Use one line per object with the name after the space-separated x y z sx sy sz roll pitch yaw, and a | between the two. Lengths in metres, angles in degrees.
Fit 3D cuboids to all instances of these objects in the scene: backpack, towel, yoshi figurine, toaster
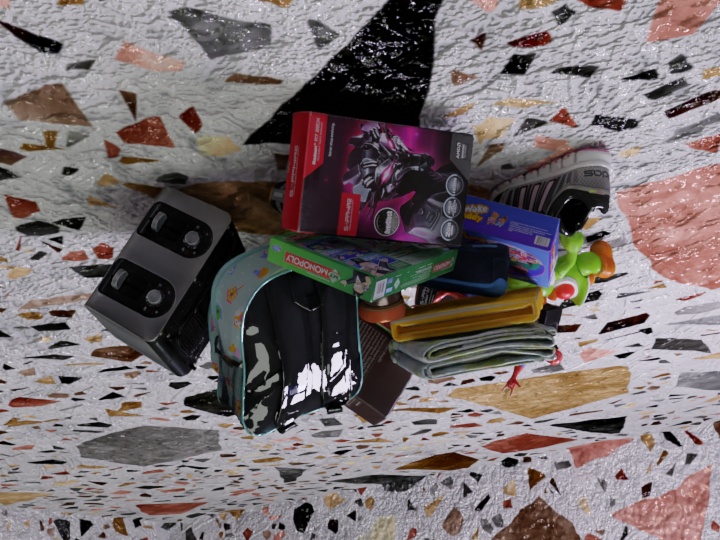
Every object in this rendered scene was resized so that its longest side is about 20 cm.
-0.091 0.064 1.121 0.175 0.153 0.202 -15 125 -28 | backpack
0.133 0.090 1.171 0.169 0.049 0.200 -7 -178 -8 | towel
0.274 -0.014 1.412 0.199 0.113 0.112 -8 -156 -35 | yoshi figurine
-0.225 0.018 1.181 0.118 0.182 0.200 27 164 13 | toaster

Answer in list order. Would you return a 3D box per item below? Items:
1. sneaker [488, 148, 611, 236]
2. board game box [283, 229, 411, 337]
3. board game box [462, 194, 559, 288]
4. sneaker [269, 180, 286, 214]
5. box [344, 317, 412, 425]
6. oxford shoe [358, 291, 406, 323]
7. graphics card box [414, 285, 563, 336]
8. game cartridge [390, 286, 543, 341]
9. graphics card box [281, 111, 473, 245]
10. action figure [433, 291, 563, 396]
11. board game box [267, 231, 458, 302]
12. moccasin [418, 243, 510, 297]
0.235 -0.078 1.210 0.073 0.088 0.199 14 151 -41 | sneaker
-0.035 0.030 1.319 0.199 0.048 0.102 33 157 0 | board game box
0.150 -0.045 1.221 0.198 0.045 0.135 16 163 15 | board game box
-0.035 -0.077 1.187 0.077 0.079 0.200 16 177 32 | sneaker
-0.029 0.107 1.277 0.199 0.100 0.075 35 157 0 | box
0.000 0.000 1.183 0.071 0.073 0.200 -16 -159 -21 | oxford shoe
0.191 0.052 1.423 0.198 0.051 0.125 15 -175 21 | graphics card box
0.140 0.052 1.197 0.175 0.033 0.200 -10 179 13 | game cartridge
0.021 -0.097 1.035 0.198 0.127 0.051 5 -176 -24 | graphics card box
0.178 0.090 1.314 0.199 0.099 0.065 29 154 19 | action figure
0.008 -0.018 1.069 0.134 0.029 0.199 20 -161 27 | board game box
0.101 -0.014 1.187 0.199 0.069 0.080 12 169 34 | moccasin
